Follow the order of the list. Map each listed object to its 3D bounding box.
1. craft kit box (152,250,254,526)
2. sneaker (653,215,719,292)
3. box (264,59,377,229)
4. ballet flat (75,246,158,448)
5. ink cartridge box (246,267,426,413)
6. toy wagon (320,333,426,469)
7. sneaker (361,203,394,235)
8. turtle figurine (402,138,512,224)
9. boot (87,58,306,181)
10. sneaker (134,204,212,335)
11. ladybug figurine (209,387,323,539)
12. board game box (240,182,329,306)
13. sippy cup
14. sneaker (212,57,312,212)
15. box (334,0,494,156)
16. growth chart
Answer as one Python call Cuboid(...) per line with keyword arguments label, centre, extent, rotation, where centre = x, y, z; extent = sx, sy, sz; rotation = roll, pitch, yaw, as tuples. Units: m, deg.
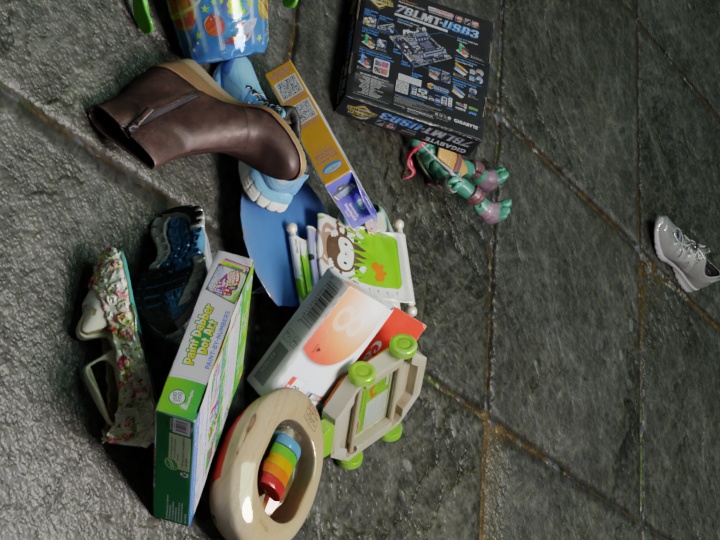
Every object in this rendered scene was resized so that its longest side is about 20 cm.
Cuboid(label="craft kit box", centre=(-0.156, 0.118, 1.496), extent=(0.201, 0.048, 0.198), rotation=(101, 7, -51))
Cuboid(label="sneaker", centre=(0.600, -0.040, 2.774), extent=(0.200, 0.082, 0.075), rotation=(44, 44, -39))
Cuboid(label="box", centre=(-0.041, -0.139, 1.770), extent=(0.201, 0.041, 0.119), rotation=(64, 4, 28))
Cuboid(label="ballet flat", centre=(-0.242, 0.076, 1.470), extent=(0.063, 0.076, 0.202), rotation=(-11, 81, -24))
Cuboid(label="ink cartridge box", centre=(-0.015, 0.104, 1.731), extent=(0.200, 0.050, 0.163), rotation=(31, 98, -45))
Cuboid(label="toy wagon", centre=(0.000, 0.162, 1.751), extent=(0.199, 0.039, 0.156), rotation=(-31, 144, -35))
Cuboid(label="sneaker", centre=(0.000, 0.000, 1.852), extent=(0.201, 0.073, 0.119), rotation=(-71, 142, -53))
Cuboid(label="turtle figurine", centre=(0.132, -0.153, 2.089), extent=(0.200, 0.100, 0.151), rotation=(38, 54, -38))
Cuboid(label="boot", centre=(-0.171, -0.136, 1.597), extent=(0.200, 0.073, 0.166), rotation=(39, 40, 8))
Cuboid(label="sneaker", centre=(-0.177, 0.015, 1.552), extent=(0.201, 0.074, 0.087), rotation=(-87, 161, -58))
Cuboid(label="ladybug figurine", centre=(-0.104, 0.211, 1.613), extent=(0.136, 0.072, 0.201), rotation=(58, 40, -30))
Cuboid(label="board game box", centre=(-0.091, -0.027, 1.763), extent=(0.199, 0.039, 0.159), rotation=(5, 68, -58))
Cuboid(label="sippy cup", centre=(-0.159, -0.301, 1.685), extent=(0.140, 0.176, 0.131), rotation=(-85, 166, -77))
Cuboid(label="sneaker", centre=(-0.103, -0.168, 1.719), extent=(0.078, 0.090, 0.201), rotation=(8, 52, -52))
Cuboid(label="box", centre=(0.074, -0.270, 2.003), extent=(0.199, 0.050, 0.200), rotation=(16, 58, -15))
Cuboid(label="growth chart", centre=(-0.009, -0.005, 1.785), extent=(0.199, 0.018, 0.146), rotation=(-1, 71, -43))
